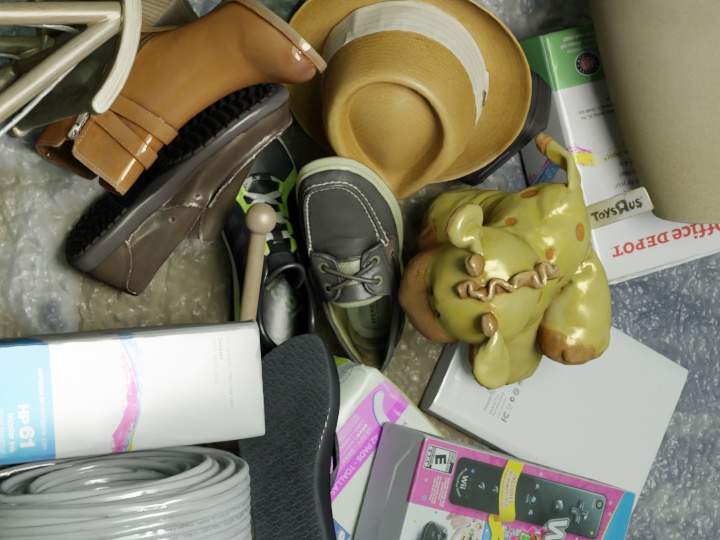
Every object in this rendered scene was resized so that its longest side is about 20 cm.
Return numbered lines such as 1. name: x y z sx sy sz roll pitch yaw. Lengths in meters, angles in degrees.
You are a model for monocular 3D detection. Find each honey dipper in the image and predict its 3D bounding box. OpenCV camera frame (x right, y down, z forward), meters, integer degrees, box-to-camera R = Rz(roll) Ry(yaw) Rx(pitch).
1. honey dipper: -0.082 0.043 1.535 0.038 0.038 0.200 -4 122 -24

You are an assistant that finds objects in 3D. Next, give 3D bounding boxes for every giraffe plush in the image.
1. giraffe plush: 0.099 0.010 1.542 0.173 0.200 0.162 54 37 5

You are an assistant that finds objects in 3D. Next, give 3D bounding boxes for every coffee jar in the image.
1. coffee jar: 0.044 -0.149 1.615 0.200 0.104 0.085 32 44 -20

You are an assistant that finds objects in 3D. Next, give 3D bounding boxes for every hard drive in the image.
1. hard drive: 0.157 0.094 1.702 0.200 0.027 0.132 29 76 -20

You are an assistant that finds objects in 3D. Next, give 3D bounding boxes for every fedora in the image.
1. fedora: 0.027 -0.116 1.527 0.200 0.201 0.082 32 46 -20

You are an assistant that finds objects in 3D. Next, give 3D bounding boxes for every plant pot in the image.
1. plant pot: 0.261 -0.141 1.597 0.187 0.187 0.201 -8 104 -24

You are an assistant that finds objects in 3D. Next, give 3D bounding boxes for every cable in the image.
1. cable: -0.171 0.170 1.455 0.200 0.200 0.069 -9 96 -30

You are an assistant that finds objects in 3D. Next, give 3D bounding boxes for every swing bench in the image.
1. swing bench: -0.257 -0.136 1.427 0.200 0.199 0.130 -23 98 -23

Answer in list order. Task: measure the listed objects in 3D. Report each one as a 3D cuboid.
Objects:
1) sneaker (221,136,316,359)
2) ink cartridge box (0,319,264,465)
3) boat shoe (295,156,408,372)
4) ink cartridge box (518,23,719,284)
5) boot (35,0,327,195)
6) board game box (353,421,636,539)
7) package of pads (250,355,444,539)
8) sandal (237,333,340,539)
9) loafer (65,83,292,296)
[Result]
1. sneaker: -0.059 -0.014 1.576 0.072 0.083 0.201 -10 92 -25
2. ink cartridge box: -0.182 0.083 1.482 0.200 0.144 0.085 -6 90 -24
3. boat shoe: -0.001 0.000 1.555 0.072 0.201 0.066 -7 50 9
4. ink cartridge box: 0.208 -0.099 1.700 0.145 0.084 0.201 -15 94 -25
5. boot: -0.127 -0.118 1.497 0.155 0.200 0.074 -56 133 -17
6. board game box: 0.094 0.208 1.577 0.200 0.064 0.148 17 85 -32
7. package of pads: 0.009 0.179 1.600 0.155 0.068 0.200 -50 115 -17
8. sandal: -0.046 0.144 1.504 0.043 0.076 0.201 38 47 -58
9. loafer: -0.122 -0.059 1.548 0.200 0.073 0.071 -41 118 3
